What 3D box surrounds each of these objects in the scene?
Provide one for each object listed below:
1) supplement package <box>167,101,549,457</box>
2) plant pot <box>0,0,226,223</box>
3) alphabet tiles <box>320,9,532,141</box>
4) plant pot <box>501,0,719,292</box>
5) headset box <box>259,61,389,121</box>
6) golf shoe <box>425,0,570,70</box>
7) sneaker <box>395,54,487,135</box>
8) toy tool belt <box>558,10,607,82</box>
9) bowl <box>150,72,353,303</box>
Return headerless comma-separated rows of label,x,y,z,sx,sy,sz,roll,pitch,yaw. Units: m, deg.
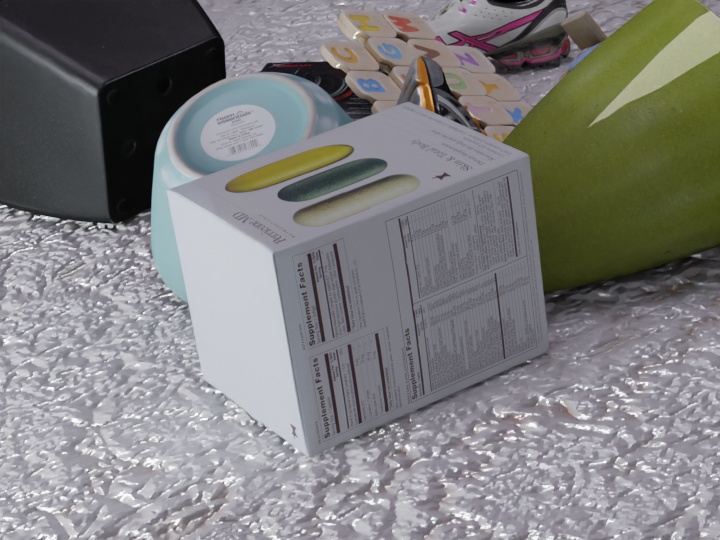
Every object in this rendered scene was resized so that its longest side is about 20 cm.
supplement package,0.000,0.000,1.351,0.199,0.152,0.152,-22,28,-25
plant pot,-0.218,-0.152,1.720,0.199,0.201,0.177,-28,42,-35
alphabet tiles,0.066,-0.157,1.690,0.195,0.015,0.200,-4,45,-43
plant pot,0.184,-0.071,1.444,0.199,0.188,0.187,-31,29,-9
headset box,-0.035,-0.109,1.682,0.148,0.075,0.200,1,27,16
golf shoe,0.096,-0.230,1.879,0.199,0.093,0.073,-12,26,-3
sneaker,0.076,-0.082,1.543,0.077,0.078,0.201,-4,58,-18
toy tool belt,0.249,-0.142,1.602,0.199,0.124,0.125,13,33,38
bowl,-0.076,-0.073,1.507,0.199,0.105,0.202,-7,49,8
